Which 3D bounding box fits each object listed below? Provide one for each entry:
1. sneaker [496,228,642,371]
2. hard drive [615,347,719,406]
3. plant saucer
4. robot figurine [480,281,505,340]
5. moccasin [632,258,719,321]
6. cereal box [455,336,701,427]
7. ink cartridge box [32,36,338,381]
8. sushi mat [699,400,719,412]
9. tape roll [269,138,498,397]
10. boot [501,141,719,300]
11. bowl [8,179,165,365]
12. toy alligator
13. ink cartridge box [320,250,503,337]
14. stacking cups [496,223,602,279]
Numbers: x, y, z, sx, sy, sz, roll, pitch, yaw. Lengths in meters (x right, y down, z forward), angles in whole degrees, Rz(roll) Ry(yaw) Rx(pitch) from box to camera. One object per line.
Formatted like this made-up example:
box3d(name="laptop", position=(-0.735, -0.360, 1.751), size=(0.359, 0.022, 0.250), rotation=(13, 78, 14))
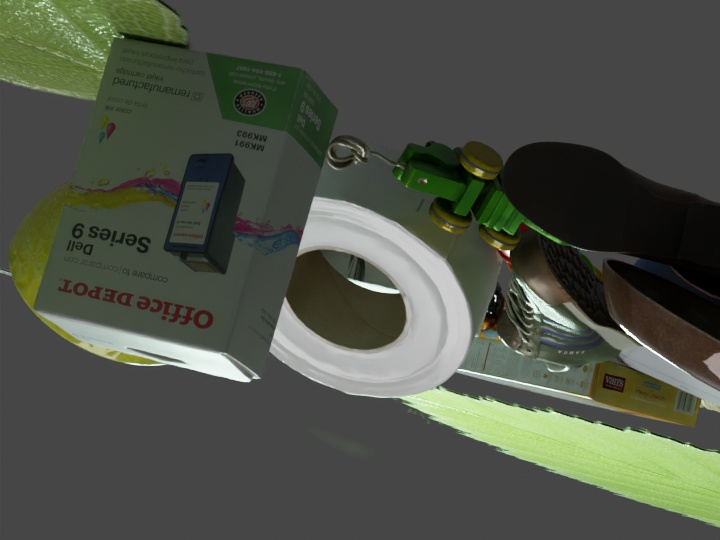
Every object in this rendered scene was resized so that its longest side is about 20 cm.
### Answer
box3d(name="sneaker", position=(0.139, 0.033, 1.496), size=(0.089, 0.067, 0.200), rotation=(-24, 152, 21))
box3d(name="hard drive", position=(0.292, 0.063, 1.598), size=(0.131, 0.027, 0.200), rotation=(24, 161, -2))
box3d(name="plant saucer", position=(0.243, 0.053, 1.330), size=(0.199, 0.035, 0.200), rotation=(26, -171, -4))
box3d(name="robot figurine", position=(0.073, 0.031, 1.862), size=(0.144, 0.059, 0.200), rotation=(8, 168, 24))
box3d(name="moccasin", position=(0.288, 0.050, 1.471), size=(0.199, 0.068, 0.080), rotation=(26, -143, 15))
box3d(name="cereal box", position=(0.184, 0.095, 1.778), size=(0.143, 0.040, 0.199), rotation=(16, 176, -39))
box3d(name="ink cartridge box", position=(-0.116, -0.041, 1.340), size=(0.144, 0.201, 0.088), rotation=(12, 170, 18))
box3d(name="sushi mat", position=(0.279, 0.078, 1.725), size=(0.095, 0.012, 0.200), rotation=(12, 159, 44))
box3d(name="tape roll", position=(0.000, 0.000, 1.489), size=(0.201, 0.071, 0.203), rotation=(14, 135, 15))
box3d(name="boot", position=(0.203, -0.026, 1.377), size=(0.186, 0.065, 0.200), rotation=(23, -179, 19))
box3d(name="bowl", position=(-0.201, -0.025, 1.767), size=(0.199, 0.201, 0.108), rotation=(18, 126, -18))
box3d(name="toy alligator", position=(0.064, -0.066, 1.376), size=(0.199, 0.059, 0.054), rotation=(19, -150, -19))
box3d(name="ink cartridge box", position=(0.005, -0.017, 1.626), size=(0.199, 0.085, 0.146), rotation=(13, 170, 17))
box3d(name="stacking cups", position=(0.143, -0.004, 1.557), size=(0.060, 0.061, 0.200), rotation=(11, 169, 23))
